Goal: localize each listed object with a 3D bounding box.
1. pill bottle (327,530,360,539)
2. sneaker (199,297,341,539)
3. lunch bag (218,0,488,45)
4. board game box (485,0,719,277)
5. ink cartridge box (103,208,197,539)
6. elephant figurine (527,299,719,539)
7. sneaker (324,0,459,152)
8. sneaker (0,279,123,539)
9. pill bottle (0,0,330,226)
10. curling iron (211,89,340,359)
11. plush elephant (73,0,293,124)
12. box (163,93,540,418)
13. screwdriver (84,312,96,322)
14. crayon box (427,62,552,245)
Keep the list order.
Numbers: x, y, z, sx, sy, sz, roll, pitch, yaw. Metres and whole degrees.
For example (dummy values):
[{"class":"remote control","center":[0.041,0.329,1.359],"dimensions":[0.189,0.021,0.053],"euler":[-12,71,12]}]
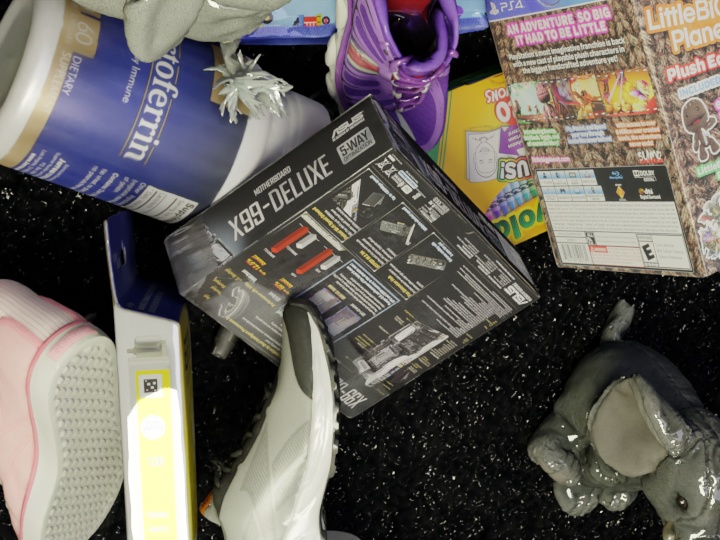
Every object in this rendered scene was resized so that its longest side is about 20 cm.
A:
[{"class":"pill bottle","center":[-0.026,0.280,1.006],"dimensions":[0.112,0.112,0.200],"euler":[-10,97,-26]},{"class":"sneaker","center":[-0.053,0.115,0.910],"dimensions":[0.079,0.074,0.201],"euler":[8,95,-2]},{"class":"lunch bag","center":[-0.028,-0.222,0.978],"dimensions":[0.200,0.094,0.151],"euler":[-7,94,-29]},{"class":"board game box","center":[0.185,-0.107,0.997],"dimensions":[0.097,0.159,0.200],"euler":[-23,103,-25]},{"class":"ink cartridge box","center":[-0.119,0.065,0.899],"dimensions":[0.047,0.198,0.200],"euler":[-1,95,-5]},{"class":"elephant figurine","center":[0.225,0.128,1.073],"dimensions":[0.141,0.200,0.155],"euler":[-37,108,-20]},{"class":"sneaker","center":[0.023,-0.130,0.917],"dimensions":[0.081,0.084,0.200],"euler":[-22,146,-7]},{"class":"sneaker","center":[-0.202,0.088,0.921],"dimensions":[0.075,0.105,0.200],"euler":[-38,150,-40]},{"class":"pill bottle","center":[-0.125,-0.093,0.931],"dimensions":[0.200,0.116,0.116],"euler":[19,84,-27]},{"class":"curling iron","center":[-0.055,-0.034,1.015],"dimensions":[0.026,0.050,0.200],"euler":[25,85,18]},{"class":"plush elephant","center":[-0.078,-0.186,0.823],"dimensions":[0.165,0.155,0.200],"euler":[-28,89,-22]},{"class":"box","center":[0.000,0.000,0.955],"dimensions":[0.158,0.050,0.200],"euler":[-34,139,14]},{"class":"screwdriver","center":[-0.244,0.084,0.940],"dimensions":[0.200,0.029,0.028],"euler":[-40,109,-28]},{"class":"crayon box","center":[0.101,-0.083,1.077],"dimensions":[0.200,0.058,0.119],"euler":[-24,103,-24]}]
